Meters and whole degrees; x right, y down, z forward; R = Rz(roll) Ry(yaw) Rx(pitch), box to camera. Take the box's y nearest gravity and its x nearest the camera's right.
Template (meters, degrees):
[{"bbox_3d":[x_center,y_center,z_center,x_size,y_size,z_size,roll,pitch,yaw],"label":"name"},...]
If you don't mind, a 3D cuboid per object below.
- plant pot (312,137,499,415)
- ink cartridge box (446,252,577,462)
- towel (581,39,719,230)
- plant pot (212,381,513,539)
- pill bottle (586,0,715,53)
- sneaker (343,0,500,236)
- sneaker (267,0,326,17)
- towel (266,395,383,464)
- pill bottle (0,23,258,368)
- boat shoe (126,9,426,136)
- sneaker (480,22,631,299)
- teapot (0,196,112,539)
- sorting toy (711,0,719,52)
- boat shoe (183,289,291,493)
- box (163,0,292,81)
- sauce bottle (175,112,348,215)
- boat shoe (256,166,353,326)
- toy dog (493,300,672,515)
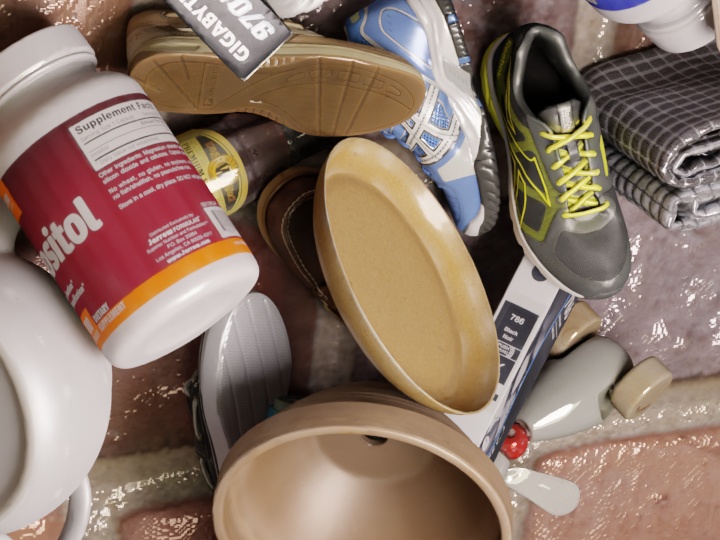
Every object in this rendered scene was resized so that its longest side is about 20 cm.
[{"bbox_3d":[0.026,0.008,1.621,0.027,0.201,0.200,-28,129,25],"label":"plant pot"},{"bbox_3d":[0.114,0.045,1.741,0.201,0.039,0.100,-63,167,-14],"label":"ink cartridge box"},{"bbox_3d":[0.262,-0.108,1.732,0.199,0.166,0.086,-16,115,-18],"label":"towel"},{"bbox_3d":[0.006,0.141,1.646,0.200,0.093,0.202,5,134,6],"label":"plant pot"},{"bbox_3d":[0.176,-0.238,1.655,0.112,0.112,0.200,-47,124,3],"label":"pill bottle"},{"bbox_3d":[0.047,-0.109,1.692,0.077,0.076,0.201,-17,120,3],"label":"sneaker"},{"bbox_3d":[0.000,-0.253,1.586,0.200,0.078,0.100,-37,121,-6],"label":"sneaker"},{"bbox_3d":[-0.022,0.181,1.748,0.146,0.022,0.201,3,112,-30],"label":"towel"},{"bbox_3d":[-0.160,-0.049,1.536,0.113,0.200,0.113,-33,169,-7],"label":"pill bottle"},{"bbox_3d":[-0.054,-0.138,1.605,0.199,0.065,0.071,7,135,-17],"label":"boat shoe"},{"bbox_3d":[0.133,-0.076,1.677,0.074,0.085,0.201,-20,81,-10],"label":"sneaker"},{"bbox_3d":[-0.231,0.072,1.596,0.146,0.197,0.200,-27,158,-55],"label":"teapot"},{"bbox_3d":[0.291,-0.261,1.677,0.200,0.036,0.186,-39,127,-48],"label":"sorting toy"},{"bbox_3d":[-0.094,0.095,1.716,0.072,0.071,0.201,-26,129,-35],"label":"boat shoe"},{"bbox_3d":[-0.139,-0.219,1.483,0.046,0.159,0.200,-43,126,4],"label":"box"},{"bbox_3d":[-0.105,-0.065,1.637,0.199,0.066,0.066,-28,124,-12],"label":"sauce bottle"},{"bbox_3d":[0.000,0.000,1.686,0.070,0.070,0.200,-44,140,2],"label":"boat shoe"},{"bbox_3d":[0.135,0.114,1.826,0.199,0.132,0.096,-22,154,-6],"label":"toy dog"}]
